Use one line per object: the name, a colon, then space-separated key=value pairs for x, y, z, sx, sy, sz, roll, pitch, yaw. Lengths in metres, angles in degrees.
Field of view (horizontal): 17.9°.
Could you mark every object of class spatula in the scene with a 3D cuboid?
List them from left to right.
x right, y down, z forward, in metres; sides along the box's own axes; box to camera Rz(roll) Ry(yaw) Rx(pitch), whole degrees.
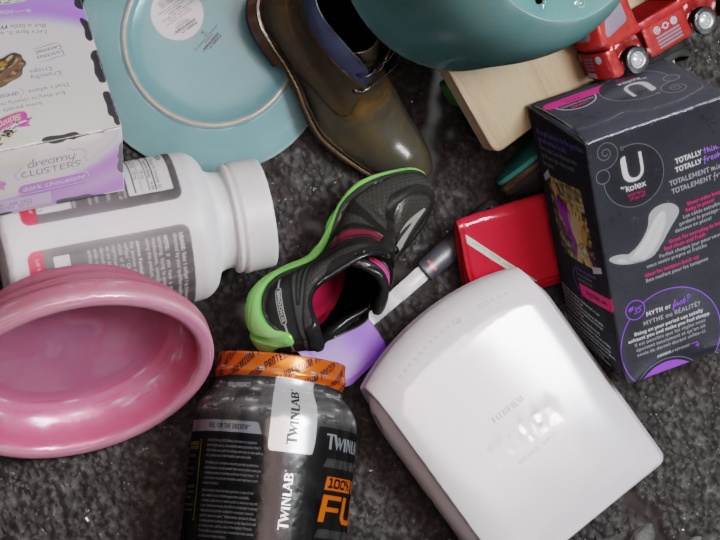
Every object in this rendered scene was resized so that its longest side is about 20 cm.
spatula: x=0.036 y=0.013 z=1.752 sx=0.200 sy=0.021 sz=0.057 roll=-40 pitch=91 yaw=-13

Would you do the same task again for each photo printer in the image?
photo printer: x=0.109 y=0.111 z=1.724 sx=0.166 sy=0.069 sz=0.201 roll=-37 pitch=95 yaw=-10

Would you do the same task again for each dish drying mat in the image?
dish drying mat: x=0.170 y=-0.030 z=1.771 sx=0.198 sy=0.018 sz=0.077 roll=-15 pitch=111 yaw=-13

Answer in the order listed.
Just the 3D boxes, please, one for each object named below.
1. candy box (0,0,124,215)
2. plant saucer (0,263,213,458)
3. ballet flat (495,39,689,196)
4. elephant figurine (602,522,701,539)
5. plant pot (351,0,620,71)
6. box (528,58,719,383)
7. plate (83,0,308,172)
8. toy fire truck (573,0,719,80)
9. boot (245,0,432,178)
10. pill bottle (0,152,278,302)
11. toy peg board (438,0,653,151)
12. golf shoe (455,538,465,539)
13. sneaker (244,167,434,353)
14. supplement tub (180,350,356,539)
candy box: x=-0.271 y=-0.134 z=1.636 sx=0.166 sy=0.072 sz=0.201 roll=-12 pitch=53 yaw=-12
plant saucer: x=-0.205 y=0.060 z=1.626 sx=0.199 sy=0.201 sz=0.051 roll=-10 pitch=55 yaw=-12
ballet flat: x=0.189 y=-0.118 z=1.775 sx=0.068 sy=0.068 sz=0.200 roll=42 pitch=78 yaw=-12
elephant figurine: x=0.203 y=0.260 z=1.664 sx=0.140 sy=0.200 sz=0.156 roll=11 pitch=82 yaw=-9
plant pot: x=0.104 y=-0.237 z=1.592 sx=0.199 sy=0.161 sz=0.202 roll=-3 pitch=97 yaw=-24
box: x=0.213 y=-0.038 z=1.710 sx=0.121 sy=0.106 sz=0.201 roll=-19 pitch=116 yaw=-14
plate: x=-0.115 y=-0.174 z=1.742 sx=0.198 sy=0.026 sz=0.202 roll=1 pitch=84 yaw=-11
toy fire truck: x=0.230 y=-0.245 z=1.707 sx=0.199 sy=0.049 sz=0.142 roll=-30 pitch=107 yaw=-17
boot: x=0.000 y=-0.139 z=1.711 sx=0.200 sy=0.097 sz=0.075 roll=48 pitch=68 yaw=-16
pill bottle: x=-0.165 y=-0.025 z=1.672 sx=0.198 sy=0.111 sz=0.112 roll=-11 pitch=86 yaw=-12
toy peg board: x=0.109 y=-0.230 z=1.736 sx=0.199 sy=0.098 sz=0.201 roll=-37 pitch=110 yaw=-15
golf shoe: x=0.084 y=0.241 z=1.642 sx=0.095 sy=0.200 sz=0.078 roll=47 pitch=66 yaw=-13
sneaker: x=0.000 y=0.000 z=1.693 sx=0.200 sy=0.083 sz=0.077 roll=-48 pitch=134 yaw=-32
supplement tub: x=-0.067 y=0.164 z=1.663 sx=0.121 sy=0.122 sz=0.202 roll=7 pitch=83 yaw=-10
